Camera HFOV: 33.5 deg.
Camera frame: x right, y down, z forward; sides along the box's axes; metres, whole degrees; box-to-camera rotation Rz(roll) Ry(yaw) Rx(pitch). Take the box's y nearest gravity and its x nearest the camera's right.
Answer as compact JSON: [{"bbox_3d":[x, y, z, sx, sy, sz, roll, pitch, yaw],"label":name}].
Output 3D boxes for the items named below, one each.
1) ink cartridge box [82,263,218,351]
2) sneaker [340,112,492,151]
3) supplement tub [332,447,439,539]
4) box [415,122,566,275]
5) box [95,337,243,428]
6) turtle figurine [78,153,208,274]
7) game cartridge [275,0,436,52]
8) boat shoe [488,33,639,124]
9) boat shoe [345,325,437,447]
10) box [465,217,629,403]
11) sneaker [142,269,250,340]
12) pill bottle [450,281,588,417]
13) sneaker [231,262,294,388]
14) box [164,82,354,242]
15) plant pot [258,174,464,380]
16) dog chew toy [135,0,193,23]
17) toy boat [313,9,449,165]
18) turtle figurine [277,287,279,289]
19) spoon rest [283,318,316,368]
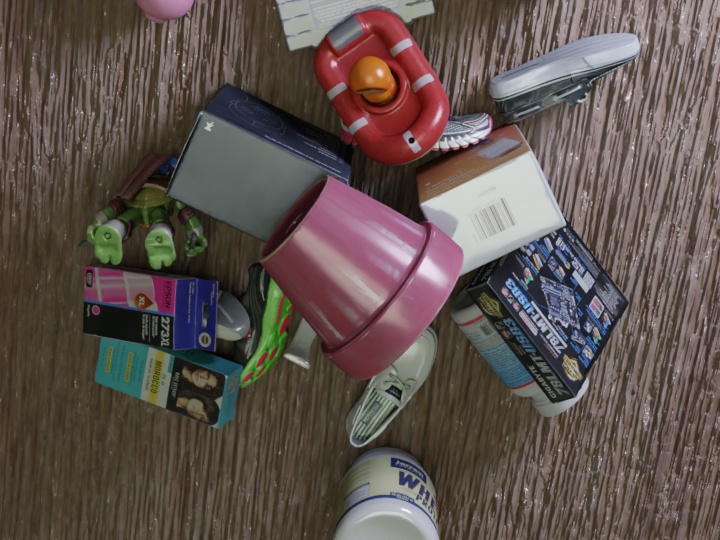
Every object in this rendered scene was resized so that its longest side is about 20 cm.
[{"bbox_3d":[-0.281,0.050,1.585,0.199,0.037,0.095,7,99,24],"label":"ink cartridge box"},{"bbox_3d":[0.073,-0.196,1.556,0.198,0.081,0.075,2,105,1],"label":"sneaker"},{"bbox_3d":[0.035,0.343,1.657,0.144,0.200,0.146,0,107,1],"label":"supplement tub"},{"bbox_3d":[0.159,-0.095,1.521,0.152,0.200,0.107,-26,106,8],"label":"box"},{"bbox_3d":[-0.265,0.143,1.649,0.199,0.049,0.083,18,108,17],"label":"box"},{"bbox_3d":[-0.279,-0.038,1.554,0.144,0.194,0.200,36,107,-11],"label":"turtle figurine"},{"bbox_3d":[-0.012,-0.363,1.532,0.199,0.038,0.130,-13,110,5],"label":"game cartridge"},{"bbox_3d":[0.268,-0.248,1.549,0.199,0.072,0.071,-17,115,17],"label":"boat shoe"},{"bbox_3d":[0.047,0.166,1.673,0.073,0.067,0.201,27,106,-7],"label":"boat shoe"},{"bbox_3d":[0.249,0.035,1.569,0.200,0.199,0.050,50,141,-14],"label":"box"},{"bbox_3d":[-0.235,0.062,1.631,0.199,0.070,0.081,18,123,25],"label":"sneaker"},{"bbox_3d":[0.220,0.099,1.627,0.109,0.109,0.200,-36,103,11],"label":"pill bottle"},{"bbox_3d":[-0.148,0.077,1.658,0.084,0.077,0.201,32,113,24],"label":"sneaker"},{"bbox_3d":[-0.121,-0.129,1.519,0.199,0.197,0.124,25,106,-6],"label":"box"},{"bbox_3d":[-0.010,-0.004,1.374,0.179,0.200,0.200,40,104,-14],"label":"plant pot"},{"bbox_3d":[-0.224,-0.403,1.483,0.124,0.125,0.201,21,114,-5],"label":"dog chew toy"},{"bbox_3d":[0.021,-0.227,1.465,0.130,0.131,0.201,-33,82,11],"label":"toy boat"},{"bbox_3d":[0.000,0.000,1.560,0.199,0.150,0.101,6,79,-16],"label":"turtle figurine"},{"bbox_3d":[-0.045,0.035,1.648,0.099,0.061,0.201,29,92,-9],"label":"spoon rest"}]
